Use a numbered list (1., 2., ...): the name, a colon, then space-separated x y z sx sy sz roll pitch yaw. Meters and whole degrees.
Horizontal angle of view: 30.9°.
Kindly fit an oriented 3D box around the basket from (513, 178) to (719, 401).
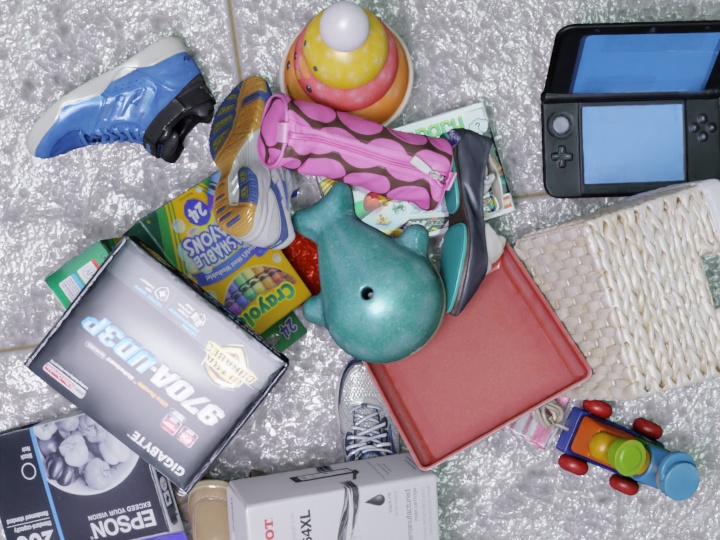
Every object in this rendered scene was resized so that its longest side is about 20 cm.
1. basket: 0.284 0.026 1.338 0.160 0.200 0.199 -17 91 -18

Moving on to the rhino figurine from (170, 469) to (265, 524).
1. rhino figurine: -0.187 0.233 1.403 0.199 0.060 0.088 27 113 -2

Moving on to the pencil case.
1. pencil case: -0.003 -0.121 1.327 0.199 0.094 0.091 12 107 -17

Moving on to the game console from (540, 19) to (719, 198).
1. game console: 0.300 -0.168 1.392 0.199 0.116 0.177 -2 91 -2

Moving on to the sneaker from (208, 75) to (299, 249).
1. sneaker: -0.108 -0.110 1.387 0.075 0.088 0.201 -22 55 35

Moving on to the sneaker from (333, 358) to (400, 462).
1. sneaker: 0.014 0.194 1.402 0.077 0.085 0.201 -6 91 -3

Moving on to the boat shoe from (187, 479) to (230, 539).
1. boat shoe: -0.137 0.306 1.360 0.071 0.065 0.201 -6 122 10

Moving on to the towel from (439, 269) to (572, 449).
1. towel: 0.149 0.092 1.434 0.199 0.030 0.147 27 89 -3

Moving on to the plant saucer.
1. plant saucer: 0.112 0.090 1.364 0.200 0.037 0.200 -29 55 0

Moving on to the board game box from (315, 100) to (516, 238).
1. board game box: 0.057 -0.095 1.423 0.199 0.035 0.127 -18 91 -2

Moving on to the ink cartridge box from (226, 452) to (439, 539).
1. ink cartridge box: -0.026 0.277 1.315 0.199 0.084 0.147 -7 102 -17

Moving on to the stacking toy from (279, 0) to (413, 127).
1. stacking toy: -0.017 -0.227 1.328 0.145 0.200 0.147 0 78 1

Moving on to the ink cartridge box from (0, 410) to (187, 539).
1. ink cartridge box: -0.290 0.250 1.380 0.197 0.043 0.201 -16 93 18

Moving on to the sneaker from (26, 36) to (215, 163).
1. sneaker: -0.248 -0.151 1.386 0.200 0.077 0.111 -33 83 -8

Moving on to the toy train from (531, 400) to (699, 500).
1. toy train: 0.255 0.184 1.377 0.199 0.116 0.085 23 90 -20

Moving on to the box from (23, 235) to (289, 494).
1. box: -0.192 0.088 1.242 0.200 0.046 0.159 39 92 -3

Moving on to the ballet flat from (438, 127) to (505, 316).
1. ballet flat: 0.120 -0.052 1.373 0.073 0.073 0.201 -1 83 -3

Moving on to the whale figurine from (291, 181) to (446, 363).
1. whale figurine: 0.000 0.000 1.346 0.159 0.104 0.200 -34 75 9

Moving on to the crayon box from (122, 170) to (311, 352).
1. crayon box: -0.140 0.008 1.378 0.126 0.052 0.200 -38 94 -38

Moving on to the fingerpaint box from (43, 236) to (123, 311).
1. fingerpaint box: -0.223 0.065 1.347 0.073 0.167 0.200 -35 92 1
